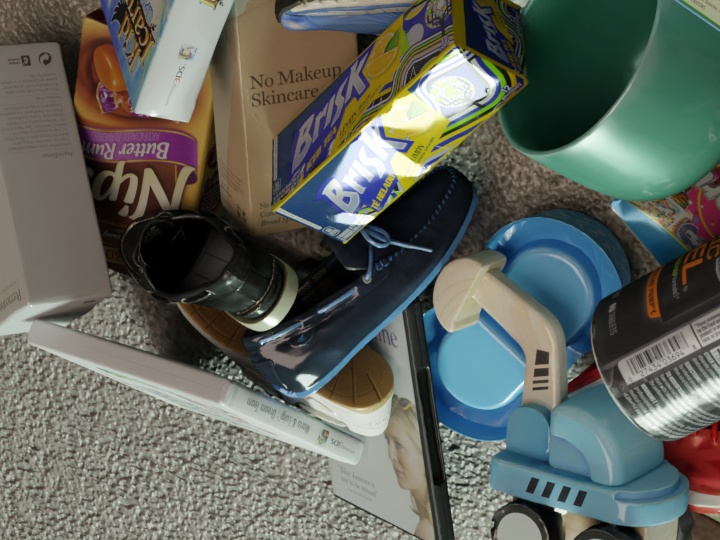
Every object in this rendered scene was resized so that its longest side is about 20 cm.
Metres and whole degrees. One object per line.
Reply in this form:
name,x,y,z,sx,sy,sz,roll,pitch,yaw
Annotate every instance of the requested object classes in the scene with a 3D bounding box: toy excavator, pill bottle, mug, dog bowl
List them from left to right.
dog bowl,0.117,0.035,1.487,0.111,0.050,0.200,43,125,5
toy excavator,0.137,0.098,1.421,0.194,0.100,0.201,13,107,34
mug,0.183,-0.136,1.306,0.152,0.114,0.186,17,83,60
pill bottle,0.251,0.023,1.302,0.200,0.106,0.106,-31,95,33

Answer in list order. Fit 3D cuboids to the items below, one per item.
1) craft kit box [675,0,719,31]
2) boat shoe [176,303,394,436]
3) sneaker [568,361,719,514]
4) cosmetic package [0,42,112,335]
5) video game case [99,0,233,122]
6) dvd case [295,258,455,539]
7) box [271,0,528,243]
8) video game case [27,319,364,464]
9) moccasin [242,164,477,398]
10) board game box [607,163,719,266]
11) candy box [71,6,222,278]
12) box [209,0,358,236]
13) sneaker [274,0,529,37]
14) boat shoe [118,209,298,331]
craft kit box,0.216,-0.209,1.237,0.200,0.197,0.049,36,121,8
boat shoe,-0.060,0.063,1.537,0.200,0.071,0.069,34,151,26
sneaker,0.229,0.101,1.442,0.199,0.078,0.116,-5,110,28
cosmetic package,-0.256,-0.061,1.567,0.101,0.071,0.201,-30,71,57
video game case,-0.129,-0.233,1.422,0.045,0.200,0.182,7,126,-24
dvd case,0.011,0.098,1.552,0.143,0.018,0.201,20,124,53
box,0.022,-0.104,1.363,0.064,0.070,0.200,23,136,-28
video game case,-0.122,0.091,1.551,0.200,0.182,0.024,14,80,36
moccasin,0.000,0.000,1.445,0.068,0.080,0.200,43,83,-24
board game box,0.285,-0.053,1.351,0.148,0.064,0.200,49,126,0
candy box,-0.159,-0.092,1.572,0.116,0.056,0.201,21,121,17
box,-0.054,-0.136,1.461,0.078,0.095,0.201,-135,36,-61
sneaker,0.042,-0.165,1.389,0.199,0.079,0.089,1,125,-4
boat shoe,-0.126,-0.011,1.474,0.199,0.066,0.075,29,87,51
